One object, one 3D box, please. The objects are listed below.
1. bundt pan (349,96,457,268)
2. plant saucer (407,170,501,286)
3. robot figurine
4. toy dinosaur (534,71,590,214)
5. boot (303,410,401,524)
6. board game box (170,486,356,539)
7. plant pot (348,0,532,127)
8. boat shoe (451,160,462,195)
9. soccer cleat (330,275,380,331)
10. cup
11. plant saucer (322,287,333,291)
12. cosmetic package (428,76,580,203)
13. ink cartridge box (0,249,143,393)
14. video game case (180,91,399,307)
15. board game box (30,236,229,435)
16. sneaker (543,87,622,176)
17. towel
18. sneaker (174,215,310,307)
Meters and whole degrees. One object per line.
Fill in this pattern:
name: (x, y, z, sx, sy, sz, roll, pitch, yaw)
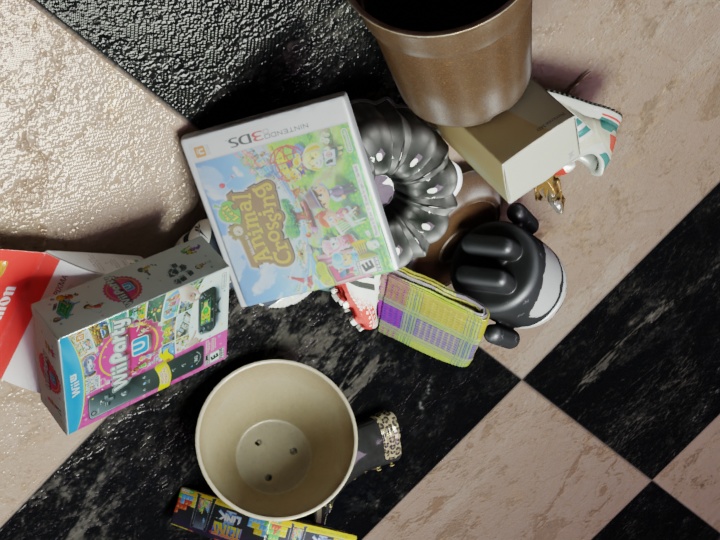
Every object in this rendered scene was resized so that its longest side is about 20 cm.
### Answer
bundt pan: (0.020, -0.085, 1.464, 0.202, 0.076, 0.202, -7, 112, -18)
plant saucer: (0.113, -0.039, 1.709, 0.200, 0.032, 0.200, -33, 149, -23)
robot figurine: (0.193, 0.007, 1.712, 0.150, 0.125, 0.200, -45, 153, 10)
toy dinosaur: (0.245, -0.155, 1.734, 0.106, 0.060, 0.200, -52, 153, -45)
boot: (-0.021, 0.291, 1.919, 0.150, 0.073, 0.200, -19, 133, -27)
board game box: (-0.128, 0.351, 1.801, 0.200, 0.165, 0.057, 27, 77, -51)
plant pot: (0.095, -0.264, 1.378, 0.200, 0.200, 0.198, -36, 151, -7)
boat shoe: (0.024, -0.139, 1.526, 0.200, 0.068, 0.072, 20, 101, -26)
soccer cleat: (0.000, 0.000, 1.604, 0.085, 0.069, 0.200, -32, 138, -6)
cup: (-0.108, 0.228, 1.699, 0.200, 0.200, 0.143, -31, 167, -14)
plant saucer: (0.007, -0.048, 1.637, 0.200, 0.027, 0.200, -24, 139, -22)
cosmetic package: (0.142, -0.178, 1.482, 0.105, 0.200, 0.071, -35, 144, -11)
ink cartridge box: (-0.323, 0.056, 1.381, 0.200, 0.050, 0.161, 2, 125, -52)
video game case: (-0.072, -0.071, 1.401, 0.182, 0.022, 0.200, -14, 111, 12)
board game box: (-0.237, 0.066, 1.393, 0.200, 0.064, 0.148, -24, 141, -29)
sneaker: (0.238, -0.167, 1.641, 0.200, 0.070, 0.094, 9, 89, -33)
towel: (0.089, 0.061, 1.694, 0.200, 0.143, 0.023, 95, 21, -65)
sneaker: (-0.105, -0.034, 1.505, 0.199, 0.080, 0.130, 15, 125, -37)
